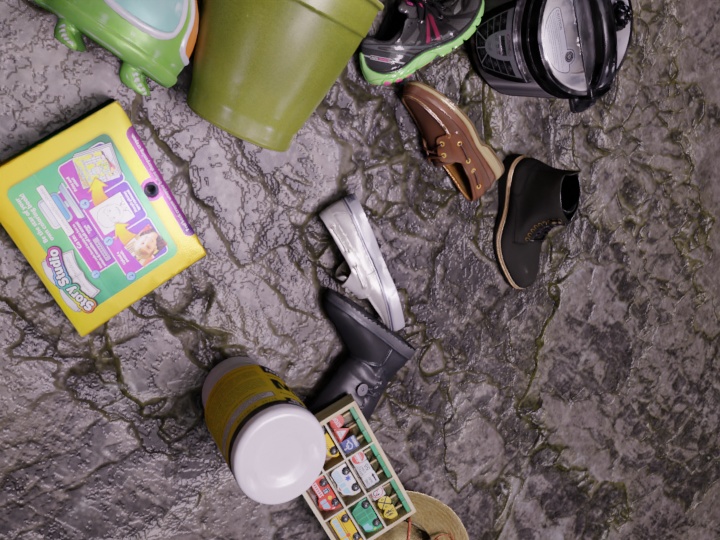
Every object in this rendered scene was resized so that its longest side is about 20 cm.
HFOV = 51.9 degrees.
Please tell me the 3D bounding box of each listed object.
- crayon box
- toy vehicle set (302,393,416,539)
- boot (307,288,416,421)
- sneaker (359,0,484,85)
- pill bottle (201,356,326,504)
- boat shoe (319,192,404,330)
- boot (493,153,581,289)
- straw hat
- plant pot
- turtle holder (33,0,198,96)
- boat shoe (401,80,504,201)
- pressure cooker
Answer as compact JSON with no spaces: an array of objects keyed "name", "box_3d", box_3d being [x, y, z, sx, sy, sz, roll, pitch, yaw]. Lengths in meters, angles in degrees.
[{"name":"crayon box","box_3d":[-0.297,-0.059,0.832,0.171,0.058,0.203,-33,115,-15]},{"name":"toy vehicle set","box_3d":[-0.019,0.283,1.012,0.123,0.027,0.203,-30,110,-6]},{"name":"boot","box_3d":[-0.036,0.151,1.022,0.164,0.066,0.202,36,93,-22]},{"name":"sneaker","box_3d":[0.081,-0.316,0.950,0.198,0.076,0.085,-37,120,-15]},{"name":"pill bottle","box_3d":[-0.126,0.183,0.899,0.112,0.199,0.117,-7,107,-24]},{"name":"boat shoe","box_3d":[0.000,0.000,0.998,0.069,0.071,0.203,-24,114,-2]},{"name":"boot","box_3d":[0.261,-0.058,1.072,0.076,0.138,0.205,-16,111,-22]},{"name":"straw hat","box_3d":[0.058,0.409,1.114,0.196,0.085,0.207,-1,98,-9]},{"name":"plant pot","box_3d":[-0.101,-0.247,0.822,0.197,0.201,0.196,18,106,-29]},{"name":"turtle holder","box_3d":[-0.252,-0.278,0.761,0.183,0.141,0.133,34,94,1]},{"name":"boat shoe","box_3d":[0.121,-0.173,1.009,0.200,0.072,0.068,42,81,-31]},{"name":"pressure cooker","box_3d":[0.256,-0.318,0.968,0.174,0.199,0.182,25,92,-31]}]
